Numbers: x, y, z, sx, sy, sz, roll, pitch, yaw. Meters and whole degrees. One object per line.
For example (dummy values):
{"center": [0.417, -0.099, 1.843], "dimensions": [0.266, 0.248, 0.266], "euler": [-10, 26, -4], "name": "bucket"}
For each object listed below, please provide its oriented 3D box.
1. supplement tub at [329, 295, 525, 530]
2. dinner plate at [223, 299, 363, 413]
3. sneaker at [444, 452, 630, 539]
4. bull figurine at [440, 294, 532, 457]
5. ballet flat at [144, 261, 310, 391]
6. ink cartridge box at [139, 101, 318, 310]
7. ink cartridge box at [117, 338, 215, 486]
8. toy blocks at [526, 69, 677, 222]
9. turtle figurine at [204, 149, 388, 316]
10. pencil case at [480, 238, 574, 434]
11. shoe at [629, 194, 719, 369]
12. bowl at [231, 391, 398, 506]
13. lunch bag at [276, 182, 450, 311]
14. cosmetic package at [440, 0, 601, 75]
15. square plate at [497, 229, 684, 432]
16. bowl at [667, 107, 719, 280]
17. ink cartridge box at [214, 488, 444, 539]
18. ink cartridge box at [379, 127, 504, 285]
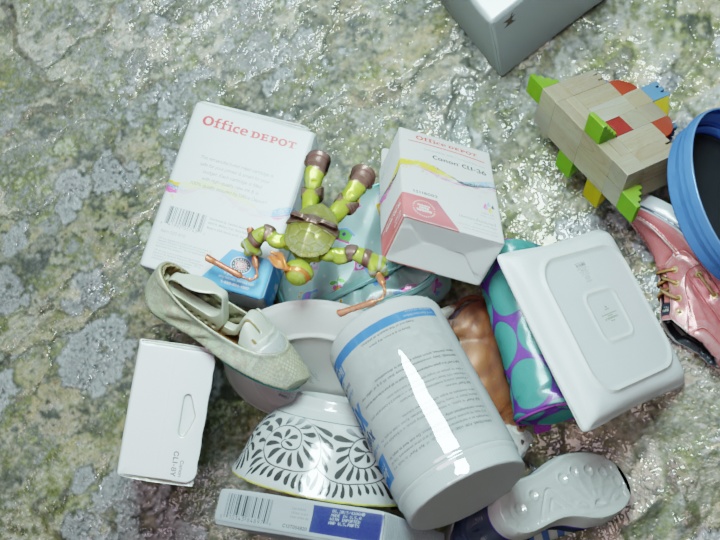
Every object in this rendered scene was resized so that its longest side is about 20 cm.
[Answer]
{"center": [0.062, 0.138, 0.964], "dimensions": [0.131, 0.132, 0.201], "euler": [-30, 59, 5], "name": "supplement tub"}
{"center": [-0.054, 0.111, 1.080], "dimensions": [0.198, 0.201, 0.024], "euler": [-11, 42, 10], "name": "dinner plate"}
{"center": [0.183, 0.269, 1.057], "dimensions": [0.199, 0.147, 0.081], "euler": [-6, 62, -34], "name": "sneaker"}
{"center": [0.123, 0.127, 1.087], "dimensions": [0.120, 0.065, 0.202], "euler": [-2, 69, -19], "name": "bull figurine"}
{"center": [-0.136, 0.056, 0.999], "dimensions": [0.199, 0.068, 0.063], "euler": [28, 125, 3], "name": "ballet flat"}
{"center": [-0.142, -0.072, 1.087], "dimensions": [0.143, 0.085, 0.202], "euler": [15, 78, 6], "name": "ink cartridge box"}
{"center": [-0.216, 0.156, 1.085], "dimensions": [0.083, 0.200, 0.147], "euler": [9, 81, -9], "name": "ink cartridge box"}
{"center": [0.297, -0.160, 1.082], "dimensions": [0.136, 0.100, 0.201], "euler": [-23, 56, -20], "name": "toy blocks"}
{"center": [-0.055, -0.047, 0.997], "dimensions": [0.198, 0.065, 0.162], "euler": [10, 61, 17], "name": "turtle figurine"}
{"center": [0.183, 0.068, 1.051], "dimensions": [0.084, 0.093, 0.202], "euler": [-5, 66, -16], "name": "pencil case"}
{"center": [0.352, 0.012, 1.060], "dimensions": [0.091, 0.072, 0.200], "euler": [-43, 80, -7], "name": "shoe"}
{"center": [-0.034, 0.185, 1.045], "dimensions": [0.199, 0.201, 0.095], "euler": [10, 88, 13], "name": "bowl"}
{"center": [0.000, 0.000, 1.115], "dimensions": [0.199, 0.077, 0.161], "euler": [-28, 57, 6], "name": "lunch bag"}
{"center": [0.164, -0.374, 1.118], "dimensions": [0.167, 0.166, 0.201], "euler": [-36, 75, 4], "name": "cosmetic package"}
{"center": [0.255, 0.052, 1.029], "dimensions": [0.028, 0.199, 0.200], "euler": [-38, 72, 45], "name": "square plate"}
{"center": [0.399, -0.073, 1.022], "dimensions": [0.039, 0.199, 0.203], "euler": [-27, 72, 50], "name": "bowl"}
{"center": [-0.018, 0.275, 1.013], "dimensions": [0.198, 0.200, 0.041], "euler": [0, 67, 29], "name": "ink cartridge box"}
{"center": [0.085, -0.086, 1.068], "dimensions": [0.115, 0.068, 0.201], "euler": [15, 40, -14], "name": "ink cartridge box"}
